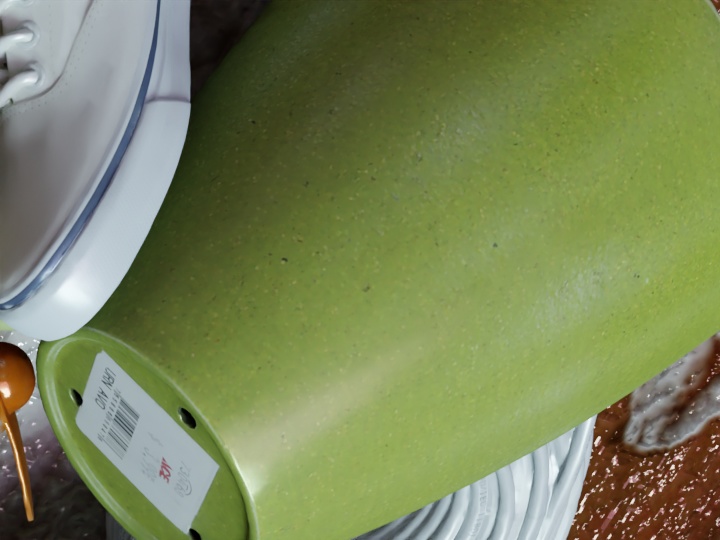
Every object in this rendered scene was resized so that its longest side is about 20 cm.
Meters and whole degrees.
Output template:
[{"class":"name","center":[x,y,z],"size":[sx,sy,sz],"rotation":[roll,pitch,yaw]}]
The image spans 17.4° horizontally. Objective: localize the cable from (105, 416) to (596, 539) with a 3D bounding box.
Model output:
[{"class":"cable","center":[-0.004,0.084,0.910],"size":[0.198,0.069,0.201],"rotation":[-9,125,-25]}]

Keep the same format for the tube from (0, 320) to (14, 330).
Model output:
[{"class":"tube","center":[-0.142,-0.005,0.782],"size":[0.198,0.052,0.059],"rotation":[3,89,-26]}]

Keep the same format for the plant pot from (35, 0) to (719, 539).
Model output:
[{"class":"plant pot","center":[0.000,0.000,0.736],"size":[0.200,0.186,0.188],"rotation":[-40,136,-31]}]

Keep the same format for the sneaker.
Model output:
[{"class":"sneaker","center":[-0.092,-0.077,0.695],"size":[0.071,0.201,0.073],"rotation":[27,145,-32]}]

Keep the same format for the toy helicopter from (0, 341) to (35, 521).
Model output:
[{"class":"toy helicopter","center":[-0.152,0.023,0.718],"size":[0.131,0.079,0.201],"rotation":[4,139,-21]}]
